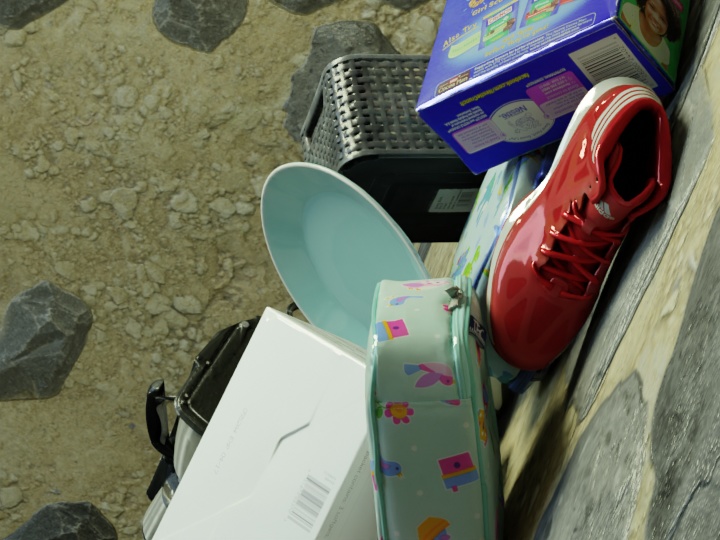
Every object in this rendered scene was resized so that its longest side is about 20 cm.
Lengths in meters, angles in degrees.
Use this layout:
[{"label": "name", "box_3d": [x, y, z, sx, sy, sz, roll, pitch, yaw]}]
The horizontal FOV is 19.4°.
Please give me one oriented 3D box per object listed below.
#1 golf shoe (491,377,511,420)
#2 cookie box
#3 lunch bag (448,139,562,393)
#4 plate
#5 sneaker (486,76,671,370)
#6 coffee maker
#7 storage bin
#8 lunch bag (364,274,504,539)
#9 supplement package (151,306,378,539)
[{"label": "golf shoe", "box_3d": [0.091, 0.060, 1.651, 0.088, 0.077, 0.200, -62, 14, 16]}, {"label": "cookie box", "box_3d": [0.142, -0.182, 1.457, 0.171, 0.075, 0.200, -22, 36, 35]}, {"label": "lunch bag", "box_3d": [0.119, -0.024, 1.492, 0.200, 0.082, 0.161, -75, 5, -56]}, {"label": "plate", "box_3d": [0.000, 0.000, 1.593, 0.026, 0.200, 0.200, -35, -15, -28]}, {"label": "sneaker", "box_3d": [0.134, -0.025, 1.311, 0.116, 0.078, 0.201, -83, 12, -82]}, {"label": "coffee maker", "box_3d": [-0.100, 0.152, 1.867, 0.192, 0.135, 0.200, -29, -25, -37]}, {"label": "storage bin", "box_3d": [0.063, -0.093, 1.648, 0.135, 0.199, 0.094, 115, 151, -58]}, {"label": "lunch bag", "box_3d": [0.051, 0.103, 1.368, 0.160, 0.077, 0.201, -70, -24, -71]}, {"label": "supplement package", "box_3d": [-0.031, 0.156, 1.526, 0.156, 0.111, 0.201, 28, 93, 46]}]
